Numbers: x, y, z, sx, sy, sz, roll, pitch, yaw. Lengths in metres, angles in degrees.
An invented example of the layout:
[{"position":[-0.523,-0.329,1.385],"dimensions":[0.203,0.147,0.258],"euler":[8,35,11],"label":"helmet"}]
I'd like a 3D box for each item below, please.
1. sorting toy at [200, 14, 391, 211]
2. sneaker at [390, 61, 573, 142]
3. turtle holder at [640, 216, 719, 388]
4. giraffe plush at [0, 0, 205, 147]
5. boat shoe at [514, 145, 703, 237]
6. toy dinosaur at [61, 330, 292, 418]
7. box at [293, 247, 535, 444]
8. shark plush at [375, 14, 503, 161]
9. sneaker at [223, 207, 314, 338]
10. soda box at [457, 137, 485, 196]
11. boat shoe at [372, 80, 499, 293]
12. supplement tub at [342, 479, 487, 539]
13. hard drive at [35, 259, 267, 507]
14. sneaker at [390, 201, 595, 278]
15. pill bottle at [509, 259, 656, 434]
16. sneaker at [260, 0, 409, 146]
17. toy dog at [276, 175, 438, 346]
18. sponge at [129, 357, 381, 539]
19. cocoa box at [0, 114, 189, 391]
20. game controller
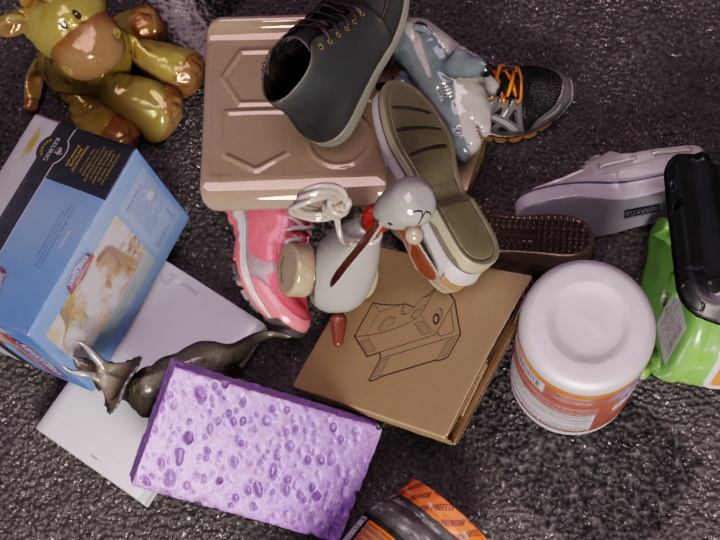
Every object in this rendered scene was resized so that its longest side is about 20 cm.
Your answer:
[{"position":[-0.060,-0.152,1.206],"dimensions":[0.182,0.037,0.203],"euler":[-2,68,1],"label":"sorting toy"},{"position":[0.115,-0.177,1.252],"dimensions":[0.197,0.077,0.079],"euler":[-4,67,1],"label":"sneaker"},{"position":[0.314,0.028,1.143],"dimensions":[0.130,0.186,0.143],"euler":[10,104,-8],"label":"turtle holder"},{"position":[-0.269,-0.226,1.248],"dimensions":[0.198,0.163,0.174],"euler":[27,73,13],"label":"giraffe plush"},{"position":[0.244,-0.083,1.213],"dimensions":[0.197,0.072,0.066],"euler":[-11,54,5],"label":"boat shoe"},{"position":[-0.156,0.099,1.124],"dimensions":[0.197,0.102,0.078],"euler":[-11,69,1],"label":"toy dinosaur"},{"position":[0.046,0.061,1.139],"dimensions":[0.198,0.021,0.165],"euler":[12,65,46],"label":"box"},{"position":[0.047,-0.194,1.175],"dimensions":[0.199,0.091,0.084],"euler":[39,95,2],"label":"shark plush"},{"position":[-0.078,-0.037,1.196],"dimensions":[0.086,0.073,0.203],"euler":[-29,67,24],"label":"sneaker"},{"position":[0.021,-0.121,1.243],"dimensions":[0.197,0.064,0.069],"euler":[17,71,9],"label":"soda box"},{"position":[0.053,-0.074,1.129],"dimensions":[0.074,0.068,0.202],"euler":[-5,63,-35],"label":"boat shoe"},{"position":[0.016,0.285,1.059],"dimensions":[0.122,0.123,0.200],"euler":[38,76,16],"label":"supplement tub"},{"position":[-0.197,0.103,1.194],"dimensions":[0.131,0.026,0.201],"euler":[30,75,14],"label":"hard drive"},{"position":[0.123,-0.019,1.192],"dimensions":[0.197,0.076,0.071],"euler":[12,57,16],"label":"sneaker"},{"position":[0.186,0.077,1.085],"dimensions":[0.110,0.200,0.114],"euler":[-1,70,3],"label":"pill bottle"},{"position":[-0.019,-0.221,1.128],"dimensions":[0.074,0.106,0.203],"euler":[14,82,28],"label":"sneaker"},{"position":[0.000,0.000,1.098],"dimensions":[0.130,0.200,0.098],"euler":[-7,71,-11],"label":"toy dog"},{"position":[-0.091,0.159,1.101],"dimensions":[0.197,0.030,0.113],"euler":[19,96,-17],"label":"sponge"},{"position":[-0.277,-0.016,1.173],"dimensions":[0.130,0.134,0.202],"euler":[18,70,25],"label":"cocoa box"},{"position":[0.311,-0.024,1.061],"dimensions":[0.103,0.042,0.202],"euler":[23,42,-13],"label":"game controller"}]
